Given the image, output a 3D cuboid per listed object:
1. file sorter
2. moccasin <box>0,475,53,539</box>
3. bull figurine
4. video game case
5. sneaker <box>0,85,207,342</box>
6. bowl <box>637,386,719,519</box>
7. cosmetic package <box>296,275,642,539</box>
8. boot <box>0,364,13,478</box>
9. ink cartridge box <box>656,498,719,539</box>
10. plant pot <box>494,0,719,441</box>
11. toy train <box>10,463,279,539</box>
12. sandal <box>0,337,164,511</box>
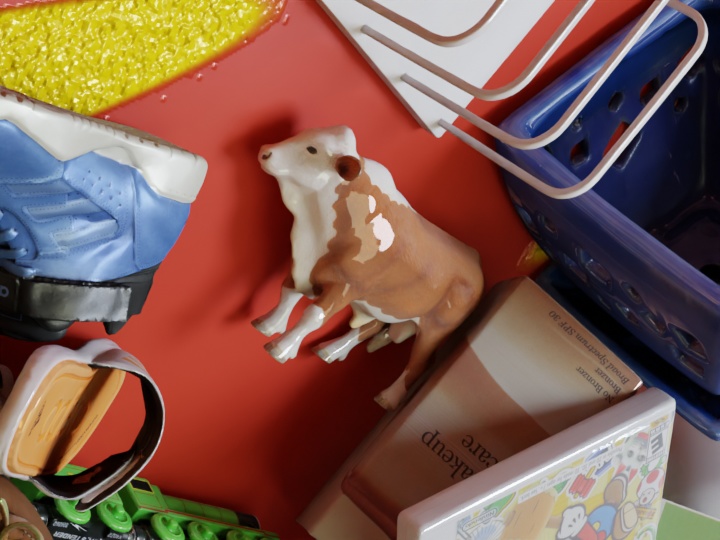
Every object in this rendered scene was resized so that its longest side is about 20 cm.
[{"bbox_3d":[0.069,-0.152,0.771,0.139,0.124,0.200,-50,138,-3],"label":"file sorter"},{"bbox_3d":[-0.185,0.112,0.661,0.073,0.078,0.202,-36,144,-10],"label":"moccasin"},{"bbox_3d":[0.000,0.000,0.858,0.122,0.065,0.200,-53,138,5],"label":"bull figurine"},{"bbox_3d":[0.101,0.179,0.891,0.199,0.023,0.183,-21,127,-33],"label":"video game case"},{"bbox_3d":[-0.161,-0.024,0.684,0.199,0.076,0.112,16,97,-53],"label":"sneaker"},{"bbox_3d":[0.199,0.178,1.082,0.074,0.200,0.201,7,118,-16],"label":"bowl"},{"bbox_3d":[0.064,0.111,0.926,0.200,0.103,0.087,-50,-177,-8],"label":"cosmetic package"},{"bbox_3d":[-0.209,0.052,0.711,0.095,0.073,0.201,-20,138,-39],"label":"boot"},{"bbox_3d":[0.136,0.184,1.016,0.048,0.198,0.147,-54,159,-64],"label":"ink cartridge box"},{"bbox_3d":[0.220,-0.031,0.944,0.199,0.200,0.180,-36,143,-17],"label":"plant pot"},{"bbox_3d":[-0.116,0.145,0.858,0.042,0.056,0.199,-49,140,14],"label":"toy train"},{"bbox_3d":[-0.128,0.079,0.721,0.080,0.059,0.207,-62,179,-2],"label":"sandal"}]
